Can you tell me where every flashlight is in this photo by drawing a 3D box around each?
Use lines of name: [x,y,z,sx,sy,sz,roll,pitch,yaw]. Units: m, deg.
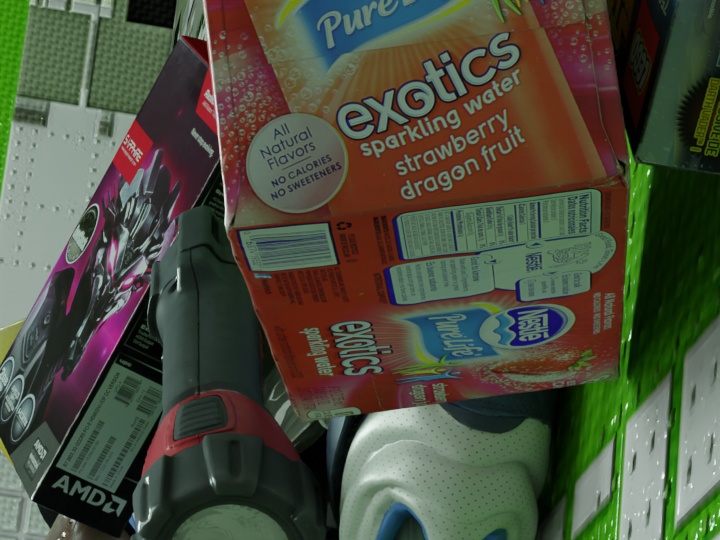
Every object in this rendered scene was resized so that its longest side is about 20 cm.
flashlight: [-0.047,0.053,1.043,0.068,0.068,0.200,-58,15,19]

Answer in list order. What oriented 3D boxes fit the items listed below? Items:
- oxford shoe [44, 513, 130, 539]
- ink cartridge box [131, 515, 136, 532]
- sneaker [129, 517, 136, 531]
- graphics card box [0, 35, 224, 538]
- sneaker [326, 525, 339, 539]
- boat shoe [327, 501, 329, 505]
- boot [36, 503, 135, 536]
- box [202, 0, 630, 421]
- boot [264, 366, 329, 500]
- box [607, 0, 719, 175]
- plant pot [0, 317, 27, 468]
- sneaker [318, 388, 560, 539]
oxford shoe: [-0.141,0.177,1.405,0.200,0.071,0.073,-57,49,47]
ink cartridge box: [-0.053,0.131,1.282,0.200,0.039,0.100,28,137,65]
sneaker: [-0.104,0.083,1.459,0.200,0.065,0.079,-118,22,-75]
graphics card box: [-0.093,0.004,1.315,0.201,0.051,0.125,-61,25,9]
sneaker: [-0.049,0.144,1.430,0.200,0.072,0.072,-157,77,-81]
boat shoe: [-0.026,0.058,1.424,0.070,0.071,0.200,-52,9,8]
boot: [-0.115,0.204,1.520,0.198,0.073,0.163,48,-137,-38]
box: [0.017,-0.031,0.794,0.200,0.099,0.096,75,-171,-73]
boot: [0.000,0.000,1.291,0.130,0.067,0.201,23,89,61]
box: [0.093,-0.131,0.780,0.200,0.040,0.138,-94,15,-59]
plant pot: [-0.125,0.085,1.729,0.200,0.199,0.143,145,107,-80]
sneaker: [0.013,0.062,1.007,0.200,0.080,0.147,131,151,-66]
